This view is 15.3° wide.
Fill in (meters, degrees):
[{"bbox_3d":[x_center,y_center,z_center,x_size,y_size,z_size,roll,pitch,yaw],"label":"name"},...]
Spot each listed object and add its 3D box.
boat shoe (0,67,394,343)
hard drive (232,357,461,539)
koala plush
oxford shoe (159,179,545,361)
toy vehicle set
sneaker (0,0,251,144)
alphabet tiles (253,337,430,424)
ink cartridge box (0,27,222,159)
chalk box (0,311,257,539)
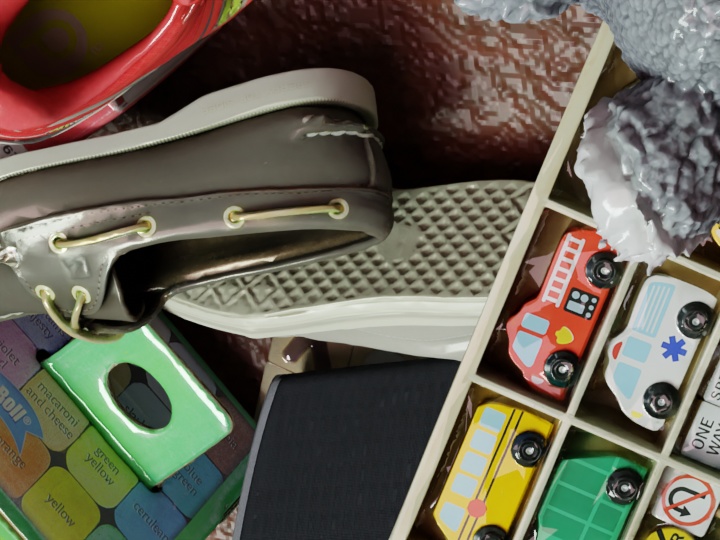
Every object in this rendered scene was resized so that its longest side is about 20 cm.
[{"bbox_3d":[-0.085,-0.011,0.943,0.202,0.072,0.060,-18,68,12],"label":"boat shoe"},{"bbox_3d":[0.008,0.126,0.968,0.135,0.200,0.042,-7,157,32],"label":"hard drive"},{"bbox_3d":[0.121,-0.095,0.744,0.184,0.200,0.177,36,112,-1],"label":"koala plush"},{"bbox_3d":[0.000,0.000,0.977,0.200,0.075,0.058,4,153,28],"label":"oxford shoe"},{"bbox_3d":[0.102,0.027,0.892,0.124,0.027,0.200,22,100,2],"label":"toy vehicle set"},{"bbox_3d":[-0.053,-0.109,0.874,0.200,0.085,0.077,-44,100,-1],"label":"sneaker"},{"bbox_3d":[0.050,0.086,1.037,0.200,0.008,0.167,23,127,13],"label":"alphabet tiles"},{"bbox_3d":[-0.175,-0.088,1.000,0.200,0.084,0.144,-31,101,39],"label":"ink cartridge box"},{"bbox_3d":[-0.130,0.079,1.038,0.124,0.124,0.200,50,136,-7],"label":"chalk box"}]
